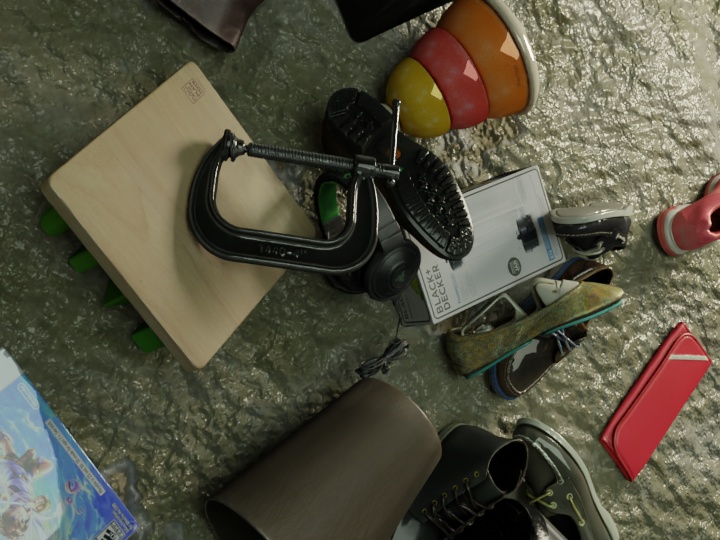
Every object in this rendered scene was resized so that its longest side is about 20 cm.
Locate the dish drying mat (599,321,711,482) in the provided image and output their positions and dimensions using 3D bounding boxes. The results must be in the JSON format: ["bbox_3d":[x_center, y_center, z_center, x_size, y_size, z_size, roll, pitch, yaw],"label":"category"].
[{"bbox_3d":[0.368,0.160,1.259,0.200,0.018,0.077,-48,111,-24],"label":"dish drying mat"}]

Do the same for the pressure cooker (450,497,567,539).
[{"bbox_3d":[0.171,0.358,1.038,0.200,0.175,0.180,44,70,-17],"label":"pressure cooker"}]

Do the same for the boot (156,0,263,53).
[{"bbox_3d":[-0.152,-0.327,0.950,0.199,0.072,0.168,39,66,-27],"label":"boot"}]

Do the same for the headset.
[{"bbox_3d":[0.000,0.000,0.994,0.093,0.123,0.203,-30,109,-23],"label":"headset"}]

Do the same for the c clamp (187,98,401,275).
[{"bbox_3d":[-0.056,-0.079,0.911,0.196,0.027,0.175,2,72,-14],"label":"c clamp"}]

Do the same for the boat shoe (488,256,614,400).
[{"bbox_3d":[0.216,0.060,1.143,0.072,0.072,0.201,45,66,-20],"label":"boat shoe"}]

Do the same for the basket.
[{"bbox_3d":[-0.024,0.209,0.959,0.200,0.135,0.182,-45,121,-29],"label":"basket"}]

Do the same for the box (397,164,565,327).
[{"bbox_3d":[0.120,-0.028,1.099,0.197,0.060,0.119,-21,97,-30],"label":"box"}]

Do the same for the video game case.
[{"bbox_3d":[-0.310,0.198,0.836,0.181,0.045,0.202,-41,107,-25],"label":"video game case"}]

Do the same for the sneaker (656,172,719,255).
[{"bbox_3d":[0.469,-0.074,1.296,0.198,0.086,0.075,-30,102,-29],"label":"sneaker"}]

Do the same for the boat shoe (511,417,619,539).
[{"bbox_3d":[0.222,0.254,1.134,0.060,0.072,0.203,-44,112,-30],"label":"boat shoe"}]

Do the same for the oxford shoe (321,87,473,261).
[{"bbox_3d":[0.036,-0.084,1.004,0.072,0.085,0.201,-33,77,-29],"label":"oxford shoe"}]

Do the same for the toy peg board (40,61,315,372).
[{"bbox_3d":[-0.174,-0.043,0.920,0.201,0.097,0.200,54,48,-17],"label":"toy peg board"}]

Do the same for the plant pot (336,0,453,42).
[{"bbox_3d":[0.073,-0.377,1.029,0.198,0.176,0.203,-30,102,-30],"label":"plant pot"}]

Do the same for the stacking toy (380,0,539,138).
[{"bbox_3d":[0.074,-0.190,1.063,0.198,0.146,0.148,-31,102,-12],"label":"stacking toy"}]

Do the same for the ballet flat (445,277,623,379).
[{"bbox_3d":[0.179,0.047,1.080,0.197,0.071,0.071,-27,103,13],"label":"ballet flat"}]

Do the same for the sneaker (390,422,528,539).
[{"bbox_3d":[0.086,0.242,1.033,0.075,0.106,0.201,43,67,-21],"label":"sneaker"}]

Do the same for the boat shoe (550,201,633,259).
[{"bbox_3d":[0.262,-0.044,1.148,0.199,0.072,0.062,-14,108,-65],"label":"boat shoe"}]
